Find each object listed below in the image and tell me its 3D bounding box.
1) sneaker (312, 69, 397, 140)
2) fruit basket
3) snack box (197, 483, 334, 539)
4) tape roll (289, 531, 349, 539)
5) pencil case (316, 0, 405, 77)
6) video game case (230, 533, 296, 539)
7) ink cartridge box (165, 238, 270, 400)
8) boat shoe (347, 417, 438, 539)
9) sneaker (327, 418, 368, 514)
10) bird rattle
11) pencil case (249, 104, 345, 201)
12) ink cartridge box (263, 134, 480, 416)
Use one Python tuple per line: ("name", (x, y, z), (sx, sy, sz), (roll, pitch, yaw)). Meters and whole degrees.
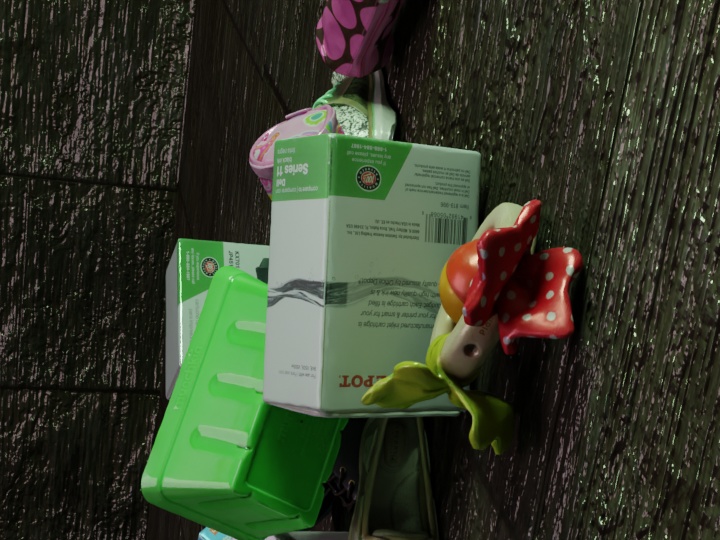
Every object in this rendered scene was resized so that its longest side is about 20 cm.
("sneaker", (-0.020, -0.159, 1.450), (0.200, 0.088, 0.078), (-109, 26, -59))
("fruit basket", (-0.100, 0.115, 1.215), (0.215, 0.155, 0.217), (-28, 47, 34))
("snack box", (-0.095, 0.259, 1.507), (0.037, 0.200, 0.117), (35, 136, 21))
("tape roll", (-0.048, 0.343, 1.354), (0.203, 0.138, 0.205), (-176, 90, -77))
("pencil case", (0.013, -0.254, 1.351), (0.200, 0.090, 0.094), (117, 139, -65))
("video game case", (-0.070, 0.329, 1.212), (0.182, 0.023, 0.202), (28, 102, 39))
("ink cartridge box", (-0.093, 0.055, 1.483), (0.083, 0.198, 0.148), (121, 148, -57))
("boat shoe", (0.030, 0.200, 1.207), (0.063, 0.072, 0.202), (109, 167, -62))
("sneaker", (-0.008, 0.190, 1.284), (0.075, 0.105, 0.202), (119, 151, -61))
("bird rattle", (0.078, 0.019, 0.996), (0.164, 0.112, 0.201), (-78, 4, -52))
("pencil case", (-0.010, -0.037, 1.208), (0.201, 0.087, 0.088), (56, -176, -26))
("ink cartridge box", (0.009, 0.006, 1.108), (0.083, 0.146, 0.202), (1, 87, 53))
